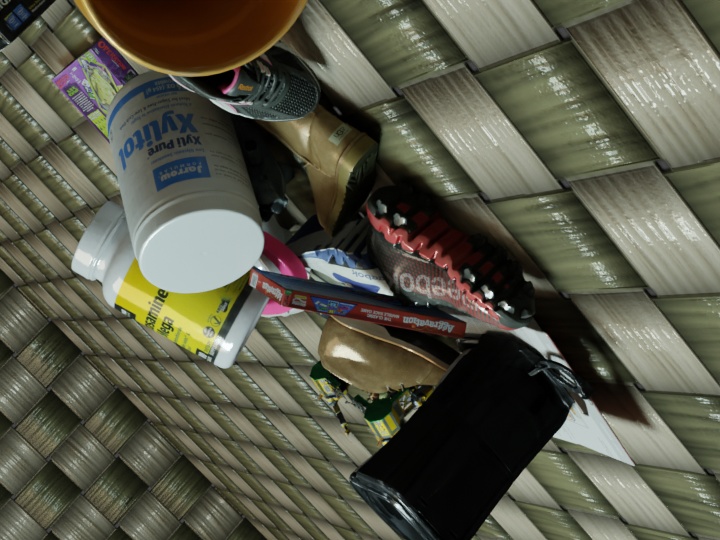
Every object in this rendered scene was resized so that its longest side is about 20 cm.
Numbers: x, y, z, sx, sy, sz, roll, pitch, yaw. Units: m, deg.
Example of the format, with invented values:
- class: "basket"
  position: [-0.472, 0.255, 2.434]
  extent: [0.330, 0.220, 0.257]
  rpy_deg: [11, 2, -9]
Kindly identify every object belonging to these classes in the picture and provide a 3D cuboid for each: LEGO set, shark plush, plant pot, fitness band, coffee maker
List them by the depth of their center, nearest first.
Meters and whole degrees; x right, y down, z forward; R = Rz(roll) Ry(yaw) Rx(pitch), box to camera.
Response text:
- class: "plant pot"
  position: [-0.155, -0.277, 0.984]
  extent: [0.183, 0.200, 0.201]
  rpy_deg: [42, 168, 52]
- class: "coffee maker"
  position: [0.100, 0.168, 1.224]
  extent: [0.134, 0.200, 0.192]
  rpy_deg: [41, 161, 3]
- class: "shark plush"
  position: [-0.119, -0.102, 1.315]
  extent: [0.200, 0.090, 0.084]
  rpy_deg: [-97, -1, -63]
- class: "fitness band"
  position: [-0.151, -0.013, 1.397]
  extent: [0.198, 0.038, 0.144]
  rpy_deg: [12, 139, 24]
- class: "LEGO set"
  position: [0.044, 0.154, 1.503]
  extent: [0.199, 0.154, 0.116]
  rpy_deg: [18, 146, 51]

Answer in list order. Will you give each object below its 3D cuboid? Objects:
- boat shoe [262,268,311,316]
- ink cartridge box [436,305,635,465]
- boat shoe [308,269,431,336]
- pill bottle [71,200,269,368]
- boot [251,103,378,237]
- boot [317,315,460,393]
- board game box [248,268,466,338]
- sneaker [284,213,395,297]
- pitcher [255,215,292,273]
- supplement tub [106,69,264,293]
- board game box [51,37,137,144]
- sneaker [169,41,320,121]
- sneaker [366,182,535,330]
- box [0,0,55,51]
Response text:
- class: "boat shoe"
  position: [-0.091, 0.030, 1.623]
  extent: [0.074, 0.065, 0.200]
  rpy_deg: [44, 160, -6]
- class: "ink cartridge box"
  position: [0.188, 0.101, 1.283]
  extent: [0.176, 0.045, 0.201]
  rpy_deg: [13, 145, 54]
- class: "boat shoe"
  position: [0.009, 0.061, 1.471]
  extent: [0.199, 0.063, 0.074]
  rpy_deg: [34, -158, 32]
- class: "pill bottle"
  position: [-0.200, 0.011, 1.334]
  extent: [0.199, 0.113, 0.113]
  rpy_deg: [29, 159, 0]
- class: "boot"
  position: [-0.074, -0.143, 1.263]
  extent: [0.200, 0.066, 0.176]
  rpy_deg: [39, 152, 12]
- class: "boot"
  position: [0.048, 0.104, 1.369]
  extent: [0.198, 0.076, 0.074]
  rpy_deg: [23, -171, -6]
- class: "board game box"
  position: [-0.003, 0.033, 1.245]
  extent: [0.198, 0.020, 0.103]
  rpy_deg: [11, -173, -25]
- class: "sneaker"
  position: [0.000, 0.000, 1.375]
  extent: [0.199, 0.081, 0.116]
  rpy_deg: [6, 137, 56]
- class: "pitcher"
  position: [-0.148, -0.060, 1.456]
  extent: [0.200, 0.121, 0.171]
  rpy_deg: [49, 175, -35]
- class: "supplement tub"
  position: [-0.179, -0.094, 1.264]
  extent: [0.132, 0.131, 0.201]
  rpy_deg: [73, 177, -54]
- class: "board game box"
  position: [-0.322, -0.224, 1.597]
  extent: [0.120, 0.032, 0.200]
  rpy_deg: [45, 159, -18]
- class: "sneaker"
  position: [-0.113, -0.170, 1.101]
  extent: [0.199, 0.081, 0.086]
  rpy_deg: [14, -158, -39]
- class: "sneaker"
  position: [0.082, 0.004, 1.216]
  extent: [0.200, 0.071, 0.098]
  rpy_deg: [36, 133, 21]
- class: "box"
  position: [-0.298, -0.282, 1.189]
  extent: [0.049, 0.200, 0.159]
  rpy_deg: [48, 159, -21]
